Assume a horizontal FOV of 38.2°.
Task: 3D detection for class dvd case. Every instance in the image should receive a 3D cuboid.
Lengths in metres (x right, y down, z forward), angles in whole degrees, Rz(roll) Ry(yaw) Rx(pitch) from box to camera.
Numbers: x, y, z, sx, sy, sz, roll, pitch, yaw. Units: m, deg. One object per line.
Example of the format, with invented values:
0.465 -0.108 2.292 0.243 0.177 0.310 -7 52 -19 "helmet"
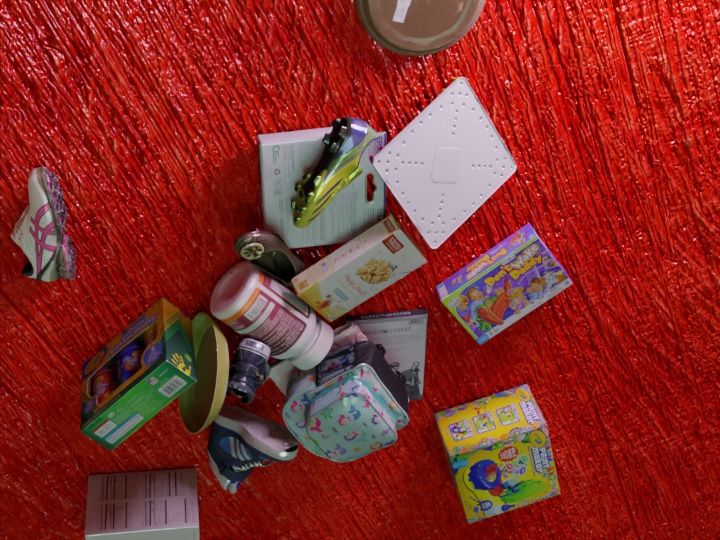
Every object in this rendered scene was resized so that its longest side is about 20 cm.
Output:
0.044 0.161 1.887 0.150 0.025 0.200 -5 124 -8 "dvd case"

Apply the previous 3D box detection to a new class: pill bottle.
-0.145 0.080 1.739 0.110 0.110 0.200 -41 122 16 "pill bottle"

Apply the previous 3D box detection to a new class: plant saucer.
-0.258 0.170 1.725 0.031 0.200 0.200 6 123 -27 "plant saucer"
0.091 -0.402 1.511 0.200 0.029 0.200 -6 126 -8 "plant saucer"

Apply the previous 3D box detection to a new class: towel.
-0.040 0.201 1.868 0.191 0.032 0.200 -25 120 18 "towel"

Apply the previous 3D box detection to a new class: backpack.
-0.031 0.236 1.792 0.200 0.151 0.178 -23 121 22 "backpack"

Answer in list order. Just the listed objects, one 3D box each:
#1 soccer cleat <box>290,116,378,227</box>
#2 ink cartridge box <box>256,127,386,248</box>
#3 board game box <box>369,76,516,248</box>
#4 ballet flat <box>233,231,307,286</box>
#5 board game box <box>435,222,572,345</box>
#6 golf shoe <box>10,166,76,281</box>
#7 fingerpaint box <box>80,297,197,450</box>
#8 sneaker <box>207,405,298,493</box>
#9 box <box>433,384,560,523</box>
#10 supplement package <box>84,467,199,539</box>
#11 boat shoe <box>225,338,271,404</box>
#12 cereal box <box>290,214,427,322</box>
-0.040 -0.142 1.592 0.084 0.065 0.200 16 118 -30 "soccer cleat"
-0.060 -0.132 1.656 0.200 0.043 0.197 -7 124 -11 "ink cartridge box"
0.131 -0.168 1.636 0.200 0.026 0.200 -44 124 -10 "board game box"
-0.138 -0.014 1.663 0.067 0.046 0.200 -17 157 16 "ballet flat"
0.252 0.026 1.826 0.200 0.045 0.134 -35 124 13 "board game box"
-0.492 -0.065 1.590 0.092 0.073 0.200 -4 125 -8 "golf shoe"
-0.370 0.168 1.717 0.200 0.167 0.073 -38 125 15 "fingerpaint box"
-0.195 0.340 1.860 0.081 0.200 0.147 -13 117 -49 "sneaker"
0.264 0.353 2.006 0.192 0.122 0.200 -18 126 0 "box"
-0.402 0.478 1.931 0.199 0.151 0.152 -2 125 -10 "supplement package"
-0.199 0.184 1.759 0.071 0.091 0.200 21 159 2 "boat shoe"
0.000 0.000 1.721 0.200 0.040 0.144 -32 150 8 "cereal box"
